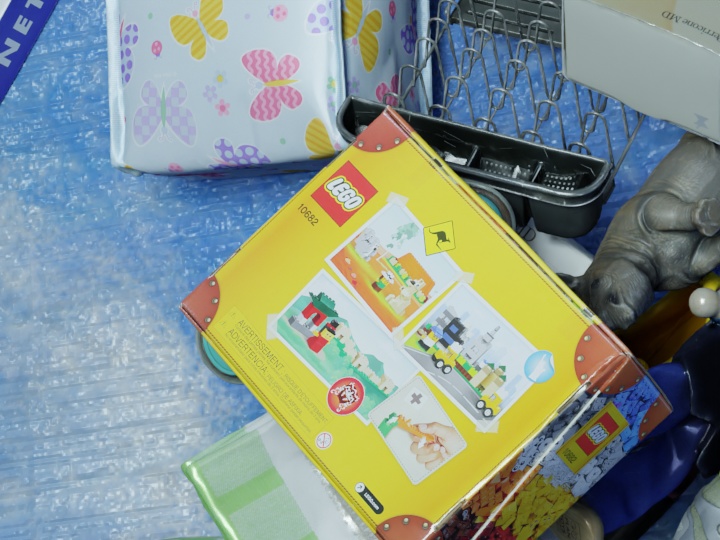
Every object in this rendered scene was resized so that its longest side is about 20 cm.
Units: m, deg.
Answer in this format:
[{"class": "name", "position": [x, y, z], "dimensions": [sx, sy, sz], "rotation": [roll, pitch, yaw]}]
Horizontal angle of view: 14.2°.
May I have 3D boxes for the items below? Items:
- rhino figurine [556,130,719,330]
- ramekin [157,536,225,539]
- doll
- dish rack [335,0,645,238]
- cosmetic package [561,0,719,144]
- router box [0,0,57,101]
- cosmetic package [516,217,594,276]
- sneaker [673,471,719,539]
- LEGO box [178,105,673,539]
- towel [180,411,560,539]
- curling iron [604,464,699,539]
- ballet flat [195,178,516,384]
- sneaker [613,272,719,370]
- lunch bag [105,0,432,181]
[{"class": "rhino figurine", "position": [0.167, -0.020, 1.521], "dimensions": [0.200, 0.060, 0.087], "rotation": [-44, 24, -28]}, {"class": "ramekin", "position": [-0.047, 0.210, 1.559], "dimensions": [0.199, 0.200, 0.098], "rotation": [0, 72, 22]}, {"class": "doll", "position": [0.181, 0.075, 1.492], "dimensions": [0.199, 0.137, 0.048], "rotation": [-28, 31, -23]}, {"class": "dish rack", "position": [0.091, -0.106, 1.590], "dimensions": [0.153, 0.055, 0.200], "rotation": [16, 51, 18]}, {"class": "cosmetic package", "position": [0.200, -0.172, 1.547], "dimensions": [0.105, 0.071, 0.200], "rotation": [24, 58, 23]}, {"class": "router box", "position": [-0.256, -0.228, 1.808], "dimensions": [0.179, 0.049, 0.201], "rotation": [31, 92, 24]}, {"class": "cosmetic package", "position": [0.049, 0.055, 1.608], "dimensions": [0.107, 0.085, 0.200], "rotation": [37, 95, 28]}, {"class": "sneaker", "position": [0.241, 0.171, 1.483], "dimensions": [0.200, 0.074, 0.081], "rotation": [44, 108, -9]}, {"class": "LEGO box", "position": [0.030, 0.041, 1.428], "dimensions": [0.149, 0.077, 0.200], "rotation": [-43, 58, 0]}, {"class": "towel", "position": [0.027, 0.110, 1.494], "dimensions": [0.199, 0.031, 0.149], "rotation": [-30, 75, -19]}, {"class": "curling iron", "position": [0.177, 0.118, 1.574], "dimensions": [0.200, 0.026, 0.050], "rotation": [-41, 65, 11]}, {"class": "ballet flat", "position": [0.000, 0.000, 1.561], "dimensions": [0.199, 0.064, 0.068], "rotation": [-26, 91, 22]}, {"class": "sneaker", "position": [0.129, 0.076, 1.567], "dimensions": [0.200, 0.077, 0.073], "rotation": [-49, 38, 2]}, {"class": "lunch bag", "position": [-0.050, -0.157, 1.662], "dimensions": [0.169, 0.127, 0.201], "rotation": [-5, 88, 29]}]
